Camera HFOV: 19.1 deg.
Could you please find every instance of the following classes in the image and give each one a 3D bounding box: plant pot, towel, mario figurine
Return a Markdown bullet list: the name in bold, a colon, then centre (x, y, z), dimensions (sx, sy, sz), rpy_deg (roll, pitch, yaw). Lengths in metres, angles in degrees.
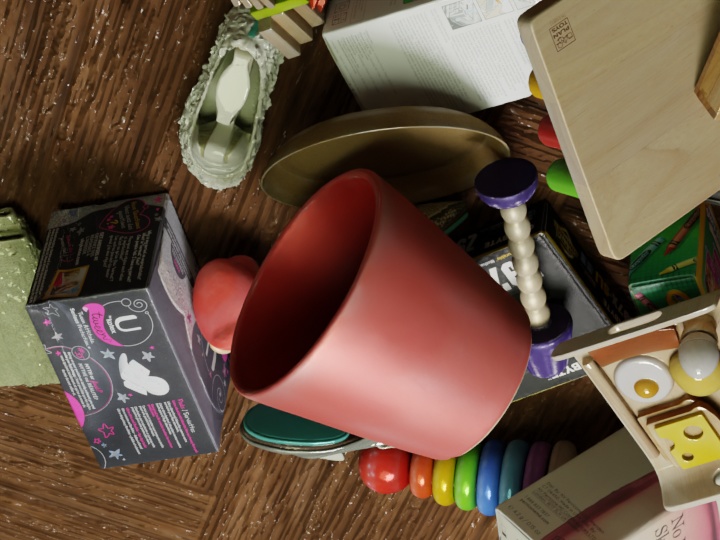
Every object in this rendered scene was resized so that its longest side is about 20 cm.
- **plant pot**: centre (0.023, 0.048, 1.670), dimensions (0.177, 0.201, 0.200), rpy_deg (30, 130, -23)
- **towel**: centre (-0.335, 0.030, 1.919), dimensions (0.148, 0.037, 0.201), rpy_deg (-6, 130, 15)
- **plant pot**: centre (0.019, -0.090, 1.689), dimensions (0.199, 0.028, 0.200), rpy_deg (-6, 164, -2)
- **mario figurine**: centre (-0.070, 0.048, 1.870), dimensions (0.106, 0.124, 0.200), rpy_deg (16, 158, 51)

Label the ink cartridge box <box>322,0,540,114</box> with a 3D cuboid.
- **ink cartridge box**: centre (0.083, -0.180, 1.641), dimensions (0.199, 0.050, 0.109), rpy_deg (-15, 128, 21)

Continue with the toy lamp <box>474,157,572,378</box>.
- **toy lamp**: centre (0.135, 0.004, 1.729), dimensions (0.058, 0.058, 0.201), rpy_deg (-6, 128, 16)

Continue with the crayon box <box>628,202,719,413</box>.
- **crayon box**: centre (0.277, 0.040, 1.755), dimensions (0.058, 0.119, 0.200), rpy_deg (-11, 129, 20)

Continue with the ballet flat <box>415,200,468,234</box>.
- **ballet flat**: centre (0.000, 0.000, 1.778), dimensions (0.075, 0.068, 0.200), rpy_deg (42, 99, -1)

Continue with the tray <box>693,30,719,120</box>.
- **tray**: centre (0.346, -0.167, 1.547), dimensions (0.199, 0.037, 0.099), rpy_deg (-8, 139, -25)

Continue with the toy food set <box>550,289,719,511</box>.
- **toy food set**: centre (0.262, 0.108, 1.697), dimensions (0.143, 0.061, 0.200), rpy_deg (-20, 124, 27)

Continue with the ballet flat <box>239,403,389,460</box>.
- **ballet flat**: centre (-0.003, 0.136, 1.845), dimensions (0.199, 0.068, 0.064), rpy_deg (-11, 136, -1)

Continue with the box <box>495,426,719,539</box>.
- **box**: centre (0.232, 0.231, 1.872), dimensions (0.200, 0.109, 0.128), rpy_deg (-29, 133, -20)

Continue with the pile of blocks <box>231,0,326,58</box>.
- **pile of blocks**: centre (-0.073, -0.249, 1.586), dimensions (0.062, 0.082, 0.200), rpy_deg (-16, 126, 24)

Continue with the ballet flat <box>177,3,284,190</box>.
- **ballet flat**: centre (-0.109, -0.129, 1.714), dimensions (0.071, 0.072, 0.200), rpy_deg (15, 133, -3)

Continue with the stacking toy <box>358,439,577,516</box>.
- **stacking toy**: centre (0.095, 0.187, 1.953), dimensions (0.199, 0.086, 0.086), rpy_deg (6, 133, 11)

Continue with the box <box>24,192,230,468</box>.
- **box**: centre (-0.193, 0.052, 1.847), dimensions (0.114, 0.132, 0.200), rpy_deg (-8, 130, 12)

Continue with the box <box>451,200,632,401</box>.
- **box**: centre (0.114, 0.041, 1.836), dimensions (0.199, 0.049, 0.160), rpy_deg (-22, 123, 27)

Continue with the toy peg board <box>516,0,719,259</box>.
- **toy peg board**: centre (0.201, -0.149, 1.574), dimensions (0.098, 0.200, 0.200), rpy_deg (21, 139, 56)

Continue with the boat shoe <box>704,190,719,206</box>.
- **boat shoe**: centre (0.325, -0.078, 1.680), dimensions (0.199, 0.073, 0.065), rpy_deg (13, 144, 4)
